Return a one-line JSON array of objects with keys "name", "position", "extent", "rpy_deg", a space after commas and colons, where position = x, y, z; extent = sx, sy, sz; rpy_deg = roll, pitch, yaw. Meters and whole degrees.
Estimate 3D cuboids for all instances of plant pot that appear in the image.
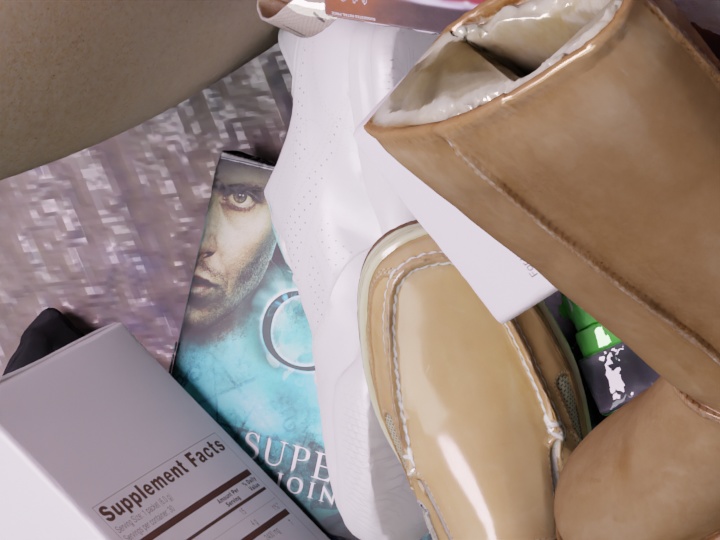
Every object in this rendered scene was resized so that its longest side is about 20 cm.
[{"name": "plant pot", "position": [-0.135, -0.109, 0.943], "extent": [0.187, 0.200, 0.188], "rpy_deg": [15, 126, 21]}]

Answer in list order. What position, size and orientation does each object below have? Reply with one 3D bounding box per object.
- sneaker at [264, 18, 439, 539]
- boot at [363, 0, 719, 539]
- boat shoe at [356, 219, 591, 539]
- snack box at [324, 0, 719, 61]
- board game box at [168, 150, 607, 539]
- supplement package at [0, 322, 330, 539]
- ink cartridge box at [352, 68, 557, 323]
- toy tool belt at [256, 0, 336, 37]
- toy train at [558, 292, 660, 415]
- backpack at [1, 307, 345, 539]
[{"name": "sneaker", "position": [0.000, 0.000, 0.989], "extent": [0.088, 0.075, 0.200], "rpy_deg": [4, 95, 43]}, {"name": "boot", "position": [0.074, 0.005, 0.799], "extent": [0.175, 0.066, 0.200], "rpy_deg": [-29, 127, 33]}, {"name": "boat shoe", "position": [0.051, 0.079, 0.919], "extent": [0.072, 0.076, 0.200], "rpy_deg": [-18, 113, 9]}, {"name": "snack box", "position": [0.078, -0.095, 0.756], "extent": [0.200, 0.024, 0.072], "rpy_deg": [12, 121, 27]}, {"name": "board game box", "position": [0.024, 0.041, 1.022], "extent": [0.200, 0.028, 0.135], "rpy_deg": [14, 95, 20]}, {"name": "supplement package", "position": [-0.082, 0.140, 0.996], "extent": [0.200, 0.120, 0.121], "rpy_deg": [45, 115, 8]}, {"name": "ink cartridge box", "position": [0.112, -0.088, 0.852], "extent": [0.084, 0.145, 0.200], "rpy_deg": [50, 130, -6]}, {"name": "toy tool belt", "position": [-0.027, -0.186, 0.867], "extent": [0.123, 0.125, 0.200], "rpy_deg": [21, 117, -18]}, {"name": "toy train", "position": [0.093, 0.024, 0.951], "extent": [0.042, 0.056, 0.200], "rpy_deg": [-26, 81, 16]}, {"name": "backpack", "position": [-0.085, 0.137, 1.130], "extent": [0.200, 0.154, 0.163], "rpy_deg": [26, 112, -5]}]
